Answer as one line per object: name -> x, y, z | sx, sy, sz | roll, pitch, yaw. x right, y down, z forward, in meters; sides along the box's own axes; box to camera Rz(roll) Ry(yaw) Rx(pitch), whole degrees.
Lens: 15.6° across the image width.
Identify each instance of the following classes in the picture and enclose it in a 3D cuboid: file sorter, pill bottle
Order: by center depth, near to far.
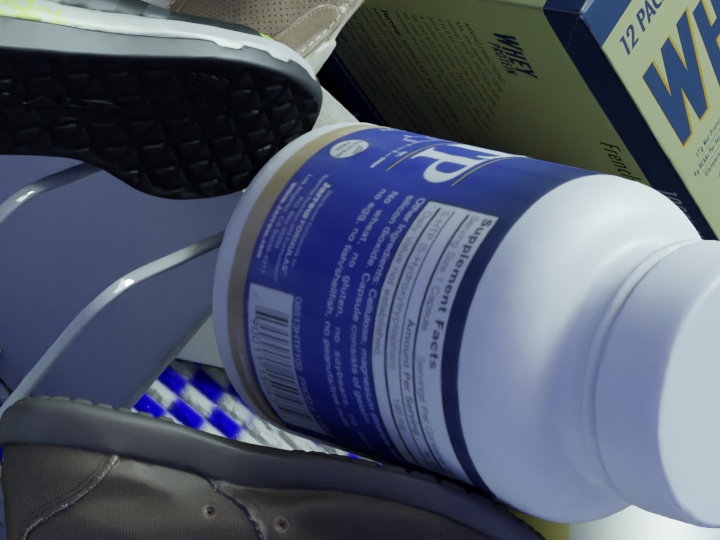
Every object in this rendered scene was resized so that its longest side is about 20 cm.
pill bottle -> 0.055, 0.021, 0.907 | 0.199, 0.120, 0.119 | 15, 2, 44
file sorter -> -0.159, -0.030, 0.980 | 0.200, 0.139, 0.124 | 46, 28, 8

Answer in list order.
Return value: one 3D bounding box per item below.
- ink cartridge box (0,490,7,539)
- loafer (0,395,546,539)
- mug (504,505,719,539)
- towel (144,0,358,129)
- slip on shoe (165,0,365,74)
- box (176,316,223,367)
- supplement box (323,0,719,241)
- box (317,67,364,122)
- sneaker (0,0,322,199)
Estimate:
ink cartridge box -> -0.200, 0.093, 0.847 | 0.162, 0.050, 0.200 | 45, 31, 3
loafer -> -0.031, 0.097, 0.898 | 0.199, 0.071, 0.073 | 12, -10, 2
mug -> 0.069, 0.145, 0.978 | 0.154, 0.186, 0.150 | -84, 155, -49
towel -> -0.097, -0.066, 1.117 | 0.132, 0.035, 0.200 | -29, 48, -19
slip on shoe -> -0.023, -0.134, 1.101 | 0.076, 0.200, 0.061 | 36, -25, 35
box -> 0.000, 0.000, 1.181 | 0.199, 0.078, 0.095 | 12, 36, -27
supplement box -> 0.096, -0.119, 1.231 | 0.199, 0.135, 0.200 | 14, -27, 42
box -> -0.010, -0.170, 1.461 | 0.200, 0.086, 0.164 | 38, 26, -11
sneaker -> -0.100, -0.084, 0.914 | 0.199, 0.072, 0.083 | 11, 41, -40
